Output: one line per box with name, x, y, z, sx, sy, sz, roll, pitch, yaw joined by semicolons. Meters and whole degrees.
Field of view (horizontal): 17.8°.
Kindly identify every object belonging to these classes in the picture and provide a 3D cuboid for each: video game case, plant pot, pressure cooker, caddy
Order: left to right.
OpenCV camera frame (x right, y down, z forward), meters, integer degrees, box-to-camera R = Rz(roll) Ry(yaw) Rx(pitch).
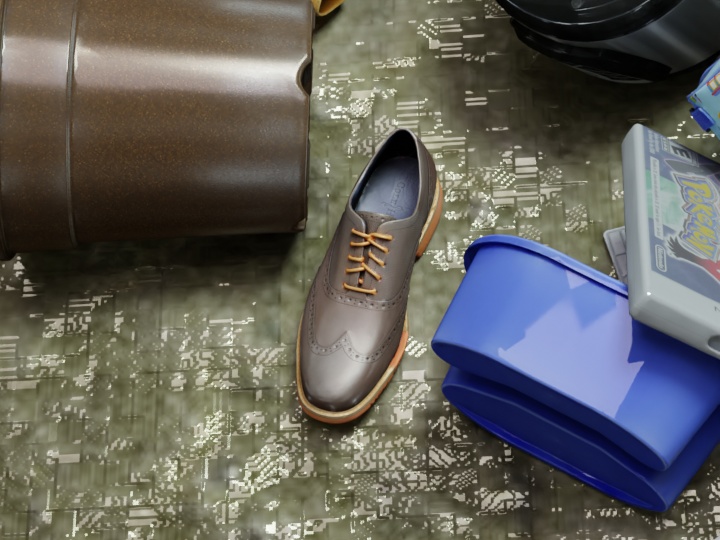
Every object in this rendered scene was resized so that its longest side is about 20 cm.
plant pot;-0.129;-0.101;1.476;0.198;0.200;0.200;3;60;-2
caddy;0.138;0.052;1.374;0.200;0.141;0.105;27;69;19
pressure cooker;0.181;-0.214;1.502;0.178;0.200;0.176;-22;75;21
video game case;0.239;0.004;1.365;0.182;0.023;0.200;25;30;-11

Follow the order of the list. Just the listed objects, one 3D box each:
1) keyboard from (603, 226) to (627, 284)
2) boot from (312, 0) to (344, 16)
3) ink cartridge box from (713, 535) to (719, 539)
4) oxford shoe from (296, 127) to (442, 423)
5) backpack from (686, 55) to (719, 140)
keyboard;0.259;-0.027;1.483;0.200;0.011;0.056;-14;59;-2
boot;-0.089;-0.205;1.591;0.144;0.071;0.201;30;62;24
ink cartridge box;0.302;0.207;1.306;0.116;0.068;0.200;-36;63;-14
oxford shoe;0.000;0.000;1.459;0.071;0.073;0.200;10;61;11
backpack;0.322;-0.087;1.385;0.200;0.183;0.135;53;45;1
